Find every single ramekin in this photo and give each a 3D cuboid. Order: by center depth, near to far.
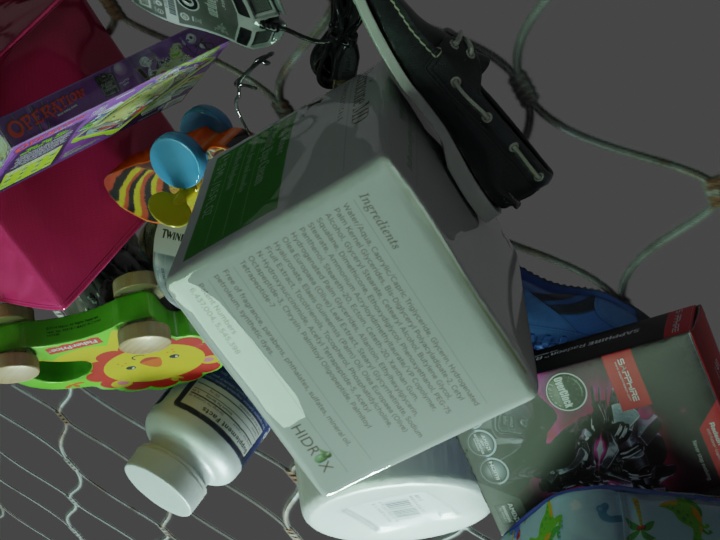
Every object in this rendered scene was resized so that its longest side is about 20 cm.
[{"bbox_3d":[0.033,0.178,1.202,0.200,0.098,0.201,-3,151,-2],"label":"ramekin"}]

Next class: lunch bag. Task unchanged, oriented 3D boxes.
[{"bbox_3d":[0.207,0.223,0.956,0.199,0.083,0.161,9,149,-17],"label":"lunch bag"}]

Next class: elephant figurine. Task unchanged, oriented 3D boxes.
[{"bbox_3d":[-0.246,0.017,1.336,0.155,0.142,0.200,5,146,22],"label":"elephant figurine"}]

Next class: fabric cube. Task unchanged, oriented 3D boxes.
[{"bbox_3d":[-0.309,-0.108,1.151,0.200,0.196,0.200,5,138,44],"label":"fabric cube"}]

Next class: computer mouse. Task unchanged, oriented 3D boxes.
[{"bbox_3d":[-0.085,-0.199,0.943,0.200,0.044,0.110,23,153,11],"label":"computer mouse"}]

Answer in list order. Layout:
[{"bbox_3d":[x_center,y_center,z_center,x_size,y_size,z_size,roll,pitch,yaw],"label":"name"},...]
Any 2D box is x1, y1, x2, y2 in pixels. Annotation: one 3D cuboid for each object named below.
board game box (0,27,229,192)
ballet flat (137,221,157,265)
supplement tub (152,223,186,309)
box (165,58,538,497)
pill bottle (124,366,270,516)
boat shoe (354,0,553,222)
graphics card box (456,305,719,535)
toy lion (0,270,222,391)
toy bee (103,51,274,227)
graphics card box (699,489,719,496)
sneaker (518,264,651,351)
[{"bbox_3d":[-0.203,-0.125,1.014,0.032,0.200,0.120,59,148,-4],"label":"board game box"},{"bbox_3d":[-0.125,0.012,1.272,0.200,0.071,0.071,39,151,-8],"label":"ballet flat"},{"bbox_3d":[-0.070,-0.006,1.120,0.200,0.123,0.123,12,143,37],"label":"supplement tub"},{"bbox_3d":[0.000,0.000,0.903,0.171,0.199,0.200,-27,113,15],"label":"box"},{"bbox_3d":[-0.149,0.149,1.345,0.111,0.200,0.111,27,150,17],"label":"pill bottle"},{"bbox_3d":[0.061,-0.126,0.876,0.060,0.076,0.200,-29,119,12],"label":"boat shoe"},{"bbox_3d":[0.174,0.114,0.970,0.200,0.051,0.126,-17,106,26],"label":"graphics card box"},{"bbox_3d":[-0.228,0.075,1.229,0.199,0.069,0.192,-13,157,5],"label":"toy lion"},{"bbox_3d":[-0.117,-0.076,1.055,0.109,0.131,0.200,52,150,-12],"label":"toy bee"},{"bbox_3d":[0.281,0.224,1.069,0.199,0.051,0.126,-3,140,13],"label":"graphics card box"},{"bbox_3d":[0.138,0.046,1.021,0.200,0.078,0.066,22,146,21],"label":"sneaker"}]
